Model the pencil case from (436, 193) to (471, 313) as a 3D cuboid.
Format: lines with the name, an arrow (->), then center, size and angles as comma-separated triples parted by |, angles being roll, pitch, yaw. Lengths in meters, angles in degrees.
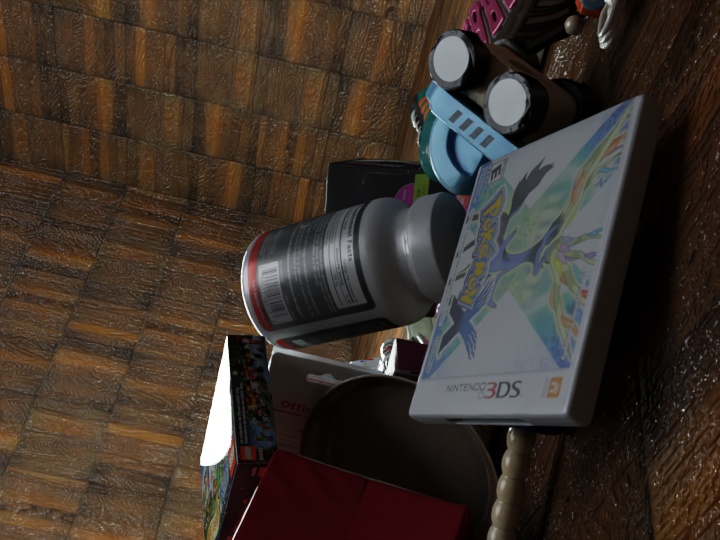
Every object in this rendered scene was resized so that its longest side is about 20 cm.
pencil case -> 0.125, -0.038, 0.903 | 0.088, 0.086, 0.202 | 107, 175, -59

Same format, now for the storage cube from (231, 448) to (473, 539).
storage cube -> -0.014, 0.279, 0.722 | 0.201, 0.169, 0.181 | 77, -149, -49

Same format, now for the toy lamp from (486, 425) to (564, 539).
toy lamp -> 0.108, 0.162, 0.665 | 0.058, 0.057, 0.203 | -114, 35, -85

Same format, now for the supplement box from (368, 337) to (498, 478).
supplement box -> 0.063, 0.182, 0.905 | 0.086, 0.109, 0.203 | -85, 8, -73

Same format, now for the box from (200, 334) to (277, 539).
box -> -0.117, 0.177, 0.860 | 0.138, 0.037, 0.201 | -102, 22, -44

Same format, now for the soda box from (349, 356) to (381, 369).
soda box -> 0.034, 0.211, 1.145 | 0.064, 0.067, 0.203 | -122, 23, -85

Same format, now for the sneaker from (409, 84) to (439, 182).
sneaker -> 0.082, -0.136, 0.888 | 0.072, 0.079, 0.201 | 60, -147, -21

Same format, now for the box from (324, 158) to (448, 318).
box -> 0.039, -0.043, 1.006 | 0.200, 0.123, 0.151 | -34, -51, -76

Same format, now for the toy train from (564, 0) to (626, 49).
toy train -> 0.193, -0.221, 0.636 | 0.201, 0.055, 0.152 | -77, -1, -64

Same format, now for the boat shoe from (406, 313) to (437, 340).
boat shoe -> 0.093, 0.105, 1.168 | 0.060, 0.071, 0.204 | -11, -72, -45

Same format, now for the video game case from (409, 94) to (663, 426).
video game case -> 0.107, 0.002, 0.601 | 0.182, 0.022, 0.202 | -18, 50, 63

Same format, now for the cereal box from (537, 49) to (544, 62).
cereal box -> 0.192, -0.300, 1.046 | 0.144, 0.039, 0.202 | -84, 7, -66

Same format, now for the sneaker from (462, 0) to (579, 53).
sneaker -> 0.180, -0.269, 0.865 | 0.200, 0.087, 0.074 | -52, 44, 34

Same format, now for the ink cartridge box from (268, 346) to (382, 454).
ink cartridge box -> -0.045, 0.151, 0.912 | 0.068, 0.114, 0.202 | -82, 6, -58

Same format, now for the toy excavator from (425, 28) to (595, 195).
toy excavator -> 0.115, -0.069, 0.770 | 0.099, 0.194, 0.201 | -9, -45, -47

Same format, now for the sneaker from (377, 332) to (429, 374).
sneaker -> 0.042, 0.125, 1.040 | 0.074, 0.089, 0.200 | -39, -5, 24

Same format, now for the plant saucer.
plant saucer -> 0.036, 0.184, 0.828 | 0.032, 0.198, 0.203 | -29, -43, -59

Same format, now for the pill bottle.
pill bottle -> 0.000, 0.000, 0.839 | 0.116, 0.198, 0.117 | 31, -127, -52
